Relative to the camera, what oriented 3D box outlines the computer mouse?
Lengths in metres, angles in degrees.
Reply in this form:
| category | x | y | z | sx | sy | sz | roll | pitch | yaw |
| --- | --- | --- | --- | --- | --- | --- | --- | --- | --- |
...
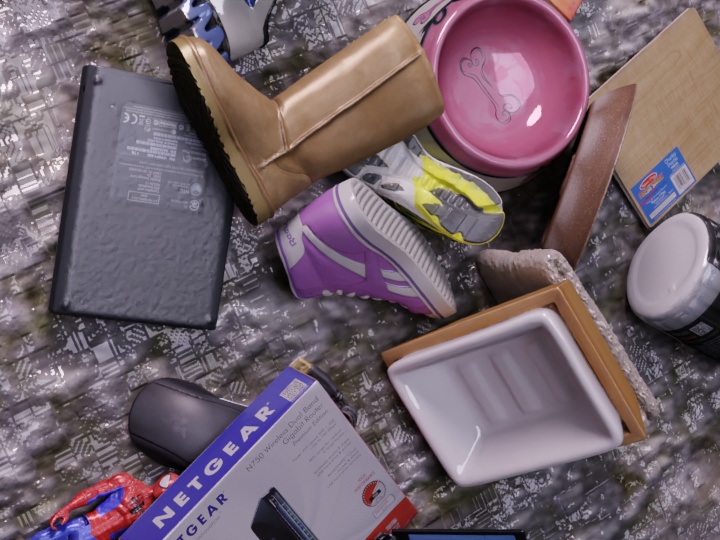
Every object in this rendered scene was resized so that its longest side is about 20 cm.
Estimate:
| category | x | y | z | sx | sy | sz | roll | pitch | yaw |
| --- | --- | --- | --- | --- | --- | --- | --- | --- | --- |
| computer mouse | -0.089 | 0.130 | 1.020 | 0.200 | 0.046 | 0.141 | 34 | 75 | -22 |

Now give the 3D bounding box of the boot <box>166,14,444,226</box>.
| category | x | y | z | sx | sy | sz | roll | pitch | yaw |
| --- | --- | --- | --- | --- | --- | --- | --- | --- | --- |
| boot | -0.043 | -0.155 | 0.981 | 0.200 | 0.066 | 0.176 | -35 | 122 | -18 |

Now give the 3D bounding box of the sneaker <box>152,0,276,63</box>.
| category | x | y | z | sx | sy | sz | roll | pitch | yaw |
| --- | --- | --- | --- | --- | --- | --- | --- | --- | --- |
| sneaker | -0.128 | -0.267 | 1.011 | 0.115 | 0.080 | 0.200 | -27 | 106 | -29 |

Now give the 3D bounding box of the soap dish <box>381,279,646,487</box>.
| category | x | y | z | sx | sy | sz | roll | pitch | yaw |
| --- | --- | --- | --- | --- | --- | --- | --- | --- | --- |
| soap dish | 0.138 | 0.102 | 1.063 | 0.158 | 0.199 | 0.081 | 58 | 38 | -11 |

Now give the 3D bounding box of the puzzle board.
| category | x | y | z | sx | sy | sz | roll | pitch | yaw |
| --- | --- | --- | --- | --- | --- | --- | --- | --- | --- |
| puzzle board | 0.327 | -0.163 | 1.264 | 0.200 | 0.017 | 0.151 | -41 | 106 | -22 |

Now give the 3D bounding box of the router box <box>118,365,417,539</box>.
| category | x | y | z | sx | sy | sz | roll | pitch | yaw |
| --- | --- | --- | --- | --- | --- | --- | --- | --- | --- |
| router box | -0.071 | 0.214 | 0.992 | 0.200 | 0.049 | 0.180 | -46 | 122 | -17 |

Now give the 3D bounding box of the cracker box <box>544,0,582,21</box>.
| category | x | y | z | sx | sy | sz | roll | pitch | yaw |
| --- | --- | --- | --- | --- | --- | --- | --- | --- | --- |
| cracker box | 0.154 | -0.352 | 1.163 | 0.200 | 0.058 | 0.134 | 37 | 72 | -20 |

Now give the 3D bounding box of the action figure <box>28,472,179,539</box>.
| category | x | y | z | sx | sy | sz | roll | pitch | yaw |
| --- | --- | --- | --- | --- | --- | --- | --- | --- | --- |
| action figure | -0.229 | 0.218 | 0.947 | 0.199 | 0.052 | 0.066 | -30 | 97 | -27 |

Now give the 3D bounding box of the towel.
| category | x | y | z | sx | sy | sz | roll | pitch | yaw |
| --- | --- | --- | --- | --- | --- | --- | --- | --- | --- |
| towel | 0.196 | 0.062 | 1.121 | 0.034 | 0.132 | 0.201 | -38 | 105 | -19 |

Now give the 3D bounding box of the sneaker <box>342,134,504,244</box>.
| category | x | y | z | sx | sy | sz | roll | pitch | yaw |
| --- | --- | --- | --- | --- | --- | --- | --- | --- | --- |
| sneaker | 0.037 | -0.084 | 1.084 | 0.200 | 0.085 | 0.075 | 40 | 80 | 4 |

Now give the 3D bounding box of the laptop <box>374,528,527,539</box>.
| category | x | y | z | sx | sy | sz | roll | pitch | yaw |
| --- | --- | --- | --- | --- | --- | --- | --- | --- | --- |
| laptop | 0.053 | 0.321 | 1.019 | 0.200 | 0.103 | 0.178 | -34 | 125 | -25 |

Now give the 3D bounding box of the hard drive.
| category | x | y | z | sx | sy | sz | roll | pitch | yaw |
| --- | --- | --- | --- | --- | --- | --- | --- | --- | --- |
| hard drive | -0.173 | -0.056 | 0.980 | 0.139 | 0.033 | 0.201 | 8 | 92 | -26 |

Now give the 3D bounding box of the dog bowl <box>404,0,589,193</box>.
| category | x | y | z | sx | sy | sz | roll | pitch | yaw |
| --- | --- | --- | --- | --- | --- | --- | --- | --- | --- |
| dog bowl | 0.127 | -0.174 | 1.119 | 0.199 | 0.074 | 0.202 | 0 | 89 | -20 |

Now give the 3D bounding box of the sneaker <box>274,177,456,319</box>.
| category | x | y | z | sx | sy | sz | roll | pitch | yaw |
| --- | --- | --- | --- | --- | --- | --- | --- | --- | --- |
| sneaker | 0.000 | -0.001 | 1.069 | 0.200 | 0.114 | 0.073 | 41 | 25 | -42 |

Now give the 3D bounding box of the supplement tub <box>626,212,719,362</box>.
| category | x | y | z | sx | sy | sz | roll | pitch | yaw |
| --- | --- | --- | --- | --- | --- | --- | --- | --- | --- |
| supplement tub | 0.384 | 0.033 | 1.223 | 0.199 | 0.122 | 0.123 | 27 | 76 | -23 |

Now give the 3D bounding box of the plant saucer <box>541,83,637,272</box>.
| category | x | y | z | sx | sy | sz | roll | pitch | yaw |
| --- | --- | --- | --- | --- | --- | --- | --- | --- | --- |
| plant saucer | 0.210 | -0.084 | 1.120 | 0.036 | 0.200 | 0.201 | 19 | 77 | 6 |
